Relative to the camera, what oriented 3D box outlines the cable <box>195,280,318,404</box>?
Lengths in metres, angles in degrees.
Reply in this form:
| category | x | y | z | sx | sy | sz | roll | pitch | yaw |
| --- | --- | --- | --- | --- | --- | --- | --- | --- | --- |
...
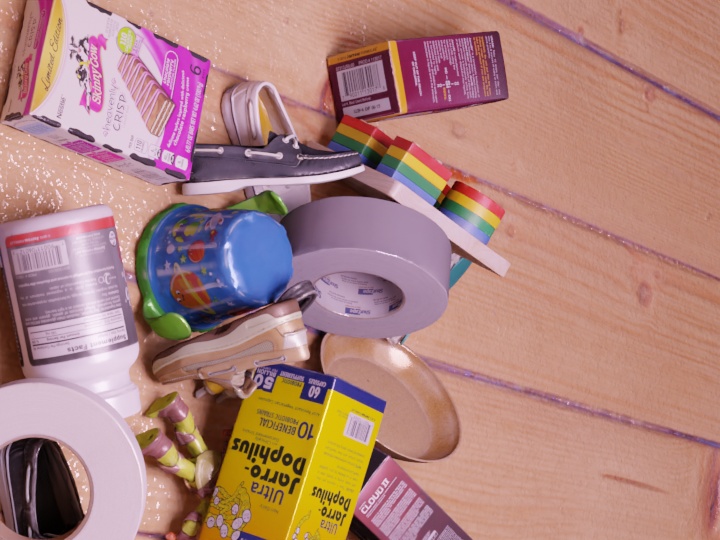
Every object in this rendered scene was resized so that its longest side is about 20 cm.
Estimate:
| category | x | y | z | sx | sy | sz | roll | pitch | yaw |
| --- | --- | --- | --- | --- | --- | --- | --- | --- | --- |
| cable | -0.090 | 0.077 | 1.586 | 0.097 | 0.200 | 0.051 | -7 | 66 | -47 |

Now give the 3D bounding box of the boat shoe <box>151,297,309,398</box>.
| category | x | y | z | sx | sy | sz | roll | pitch | yaw |
| --- | --- | --- | --- | --- | --- | --- | --- | --- | --- |
| boat shoe | -0.132 | 0.094 | 1.519 | 0.071 | 0.199 | 0.077 | -20 | 88 | -50 |

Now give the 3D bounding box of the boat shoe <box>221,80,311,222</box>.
| category | x | y | z | sx | sy | sz | roll | pitch | yaw |
| --- | --- | --- | --- | --- | --- | --- | --- | --- | --- |
| boat shoe | -0.088 | -0.115 | 1.676 | 0.071 | 0.069 | 0.202 | -28 | 104 | -42 |

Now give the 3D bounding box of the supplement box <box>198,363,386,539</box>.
| category | x | y | z | sx | sy | sz | roll | pitch | yaw |
| --- | --- | --- | --- | --- | --- | --- | --- | --- | --- |
| supplement box | -0.069 | 0.206 | 1.551 | 0.109 | 0.108 | 0.202 | 30 | 74 | -54 |

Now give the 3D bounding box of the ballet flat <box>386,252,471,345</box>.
| category | x | y | z | sx | sy | sz | roll | pitch | yaw |
| --- | --- | --- | --- | --- | --- | --- | --- | --- | --- |
| ballet flat | 0.075 | 0.011 | 1.823 | 0.200 | 0.071 | 0.072 | -46 | 116 | -43 |

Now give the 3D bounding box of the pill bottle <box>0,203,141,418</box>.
| category | x | y | z | sx | sy | sz | roll | pitch | yaw |
| --- | --- | --- | --- | --- | --- | --- | --- | --- | --- |
| pill bottle | -0.276 | 0.045 | 1.448 | 0.115 | 0.115 | 0.203 | -15 | 96 | -43 |

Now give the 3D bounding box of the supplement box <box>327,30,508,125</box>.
| category | x | y | z | sx | sy | sz | roll | pitch | yaw |
| --- | --- | --- | --- | --- | --- | --- | --- | --- | --- |
| supplement box | 0.071 | -0.231 | 1.814 | 0.199 | 0.110 | 0.087 | -13 | 95 | -43 |

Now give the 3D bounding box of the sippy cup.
| category | x | y | z | sx | sy | sz | roll | pitch | yaw |
| --- | --- | --- | --- | --- | --- | --- | --- | --- | --- |
| sippy cup | -0.143 | -0.008 | 1.571 | 0.139 | 0.129 | 0.180 | 17 | 73 | -42 |

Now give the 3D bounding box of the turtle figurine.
| category | x | y | z | sx | sy | sz | roll | pitch | yaw |
| --- | --- | --- | --- | --- | --- | --- | --- | --- | --- |
| turtle figurine | -0.169 | 0.216 | 1.566 | 0.162 | 0.064 | 0.201 | 51 | 54 | -27 |

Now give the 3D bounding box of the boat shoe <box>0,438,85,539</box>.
| category | x | y | z | sx | sy | sz | roll | pitch | yaw |
| --- | --- | --- | --- | --- | --- | --- | --- | --- | --- |
| boat shoe | -0.295 | 0.252 | 1.437 | 0.072 | 0.070 | 0.202 | -27 | 104 | -42 |

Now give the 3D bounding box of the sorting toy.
| category | x | y | z | sx | sy | sz | roll | pitch | yaw |
| --- | --- | --- | --- | --- | --- | --- | --- | --- | --- |
| sorting toy | 0.064 | -0.092 | 1.723 | 0.198 | 0.199 | 0.070 | 34 | 87 | -36 |

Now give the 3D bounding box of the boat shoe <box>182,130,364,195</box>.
| category | x | y | z | sx | sy | sz | roll | pitch | yaw |
| --- | --- | --- | --- | --- | --- | --- | --- | --- | --- |
| boat shoe | -0.095 | -0.118 | 1.608 | 0.197 | 0.076 | 0.061 | -6 | 94 | -6 |

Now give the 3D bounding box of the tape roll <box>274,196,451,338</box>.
| category | x | y | z | sx | sy | sz | roll | pitch | yaw |
| --- | --- | --- | --- | --- | --- | --- | --- | --- | --- |
| tape roll | 0.000 | 0.000 | 1.653 | 0.199 | 0.199 | 0.067 | 30 | 53 | -37 |

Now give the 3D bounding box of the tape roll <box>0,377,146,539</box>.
| category | x | y | z | sx | sy | sz | roll | pitch | yaw |
| --- | --- | --- | --- | --- | --- | --- | --- | --- | --- |
| tape roll | -0.295 | 0.201 | 1.385 | 0.200 | 0.037 | 0.206 | 0 | 93 | -4 |

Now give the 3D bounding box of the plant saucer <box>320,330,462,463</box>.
| category | x | y | z | sx | sy | sz | roll | pitch | yaw |
| --- | --- | --- | --- | --- | --- | --- | --- | --- | --- |
| plant saucer | 0.027 | 0.148 | 1.727 | 0.199 | 0.035 | 0.201 | 30 | 30 | -20 |

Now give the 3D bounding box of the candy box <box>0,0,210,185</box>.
| category | x | y | z | sx | sy | sz | roll | pitch | yaw |
| --- | --- | --- | --- | --- | --- | --- | --- | --- | --- |
| candy box | -0.254 | -0.183 | 1.532 | 0.199 | 0.061 | 0.138 | 20 | 72 | -40 |

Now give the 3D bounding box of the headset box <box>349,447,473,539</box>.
| category | x | y | z | sx | sy | sz | roll | pitch | yaw |
| --- | --- | --- | --- | --- | --- | --- | --- | --- | --- |
| headset box | 0.018 | 0.257 | 1.674 | 0.077 | 0.148 | 0.200 | -51 | 121 | -12 |
